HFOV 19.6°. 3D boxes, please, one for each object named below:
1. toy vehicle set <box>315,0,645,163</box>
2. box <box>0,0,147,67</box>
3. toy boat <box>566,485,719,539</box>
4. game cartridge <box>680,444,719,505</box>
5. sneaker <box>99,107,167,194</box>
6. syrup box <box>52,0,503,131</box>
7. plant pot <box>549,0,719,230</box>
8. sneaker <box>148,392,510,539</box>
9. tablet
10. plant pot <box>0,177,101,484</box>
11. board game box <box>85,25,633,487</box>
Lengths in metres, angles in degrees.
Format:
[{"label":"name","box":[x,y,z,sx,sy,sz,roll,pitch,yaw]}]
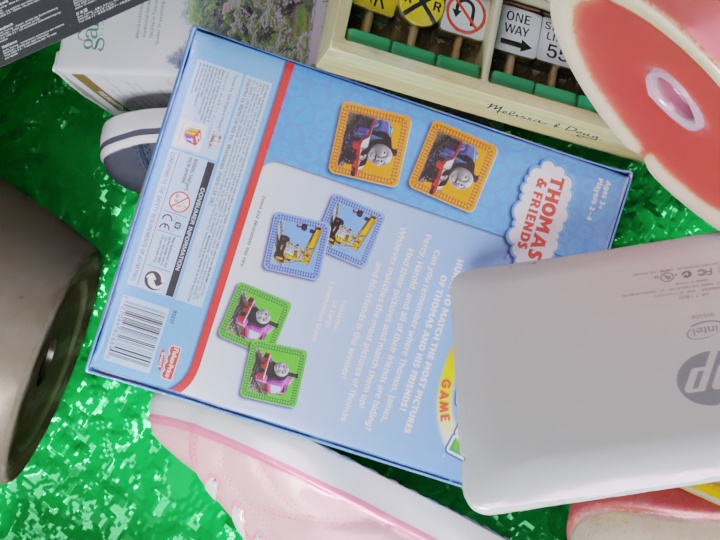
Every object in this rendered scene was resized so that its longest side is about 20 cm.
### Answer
[{"label":"toy vehicle set","box":[0.088,-0.120,0.896,0.199,0.027,0.125,14,74,-13]},{"label":"box","box":[-0.181,-0.145,0.918,0.199,0.044,0.160,-27,42,-18]},{"label":"toy boat","box":[0.186,0.105,0.863,0.199,0.131,0.131,0,52,16]},{"label":"game cartridge","box":[0.212,0.025,0.825,0.176,0.033,0.200,22,57,34]},{"label":"sneaker","box":[-0.031,-0.027,0.955,0.199,0.078,0.080,5,78,16]},{"label":"syrup box","box":[-0.034,-0.113,0.966,0.199,0.081,0.079,4,78,19]},{"label":"plant pot","box":[0.183,-0.116,0.816,0.177,0.201,0.200,-41,72,-10]},{"label":"sneaker","box":[-0.025,0.131,0.932,0.199,0.075,0.105,26,85,15]},{"label":"tablet","box":[0.135,0.030,0.814,0.199,0.014,0.131,-10,43,8]},{"label":"plant pot","box":[-0.220,0.013,0.963,0.173,0.200,0.201,20,88,3]},{"label":"board game box","box":[0.000,0.000,0.892,0.199,0.037,0.152,18,87,-7]}]
